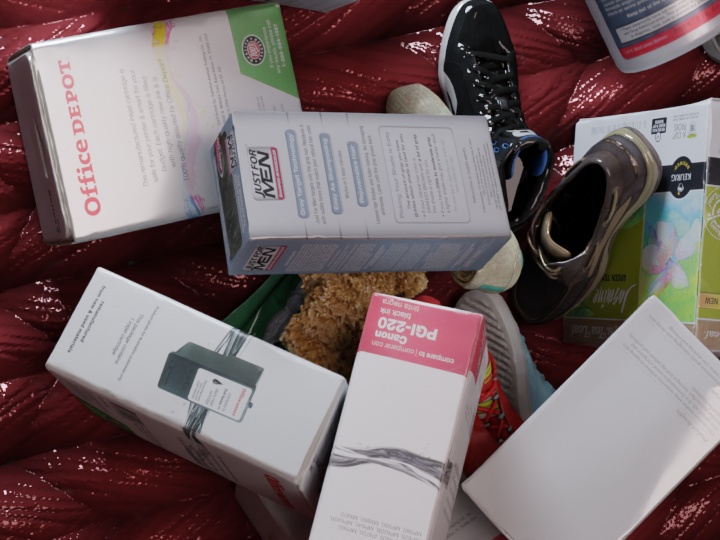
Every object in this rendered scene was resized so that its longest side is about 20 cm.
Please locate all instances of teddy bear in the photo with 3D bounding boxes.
[{"bbox_3d":[0.000,0.000,1.241,0.145,0.066,0.201,44,58,-35],"label":"teddy bear"}]

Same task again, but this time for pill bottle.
[{"bbox_3d":[0.227,-0.280,1.381,0.119,0.119,0.201,-33,103,-20],"label":"pill bottle"}]

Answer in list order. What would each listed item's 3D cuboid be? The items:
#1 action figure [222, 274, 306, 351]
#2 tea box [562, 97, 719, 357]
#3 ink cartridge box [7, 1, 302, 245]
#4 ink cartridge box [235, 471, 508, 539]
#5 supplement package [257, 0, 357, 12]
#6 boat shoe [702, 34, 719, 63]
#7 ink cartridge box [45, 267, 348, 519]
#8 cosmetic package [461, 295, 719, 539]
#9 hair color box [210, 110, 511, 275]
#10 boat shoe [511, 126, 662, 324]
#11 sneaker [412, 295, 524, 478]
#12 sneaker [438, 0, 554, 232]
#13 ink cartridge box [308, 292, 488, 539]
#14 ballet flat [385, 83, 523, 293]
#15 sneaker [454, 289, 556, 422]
[{"bbox_3d":[-0.020,0.004,1.312,0.118,0.055,0.201,37,72,-16],"label":"action figure"},{"bbox_3d":[0.276,-0.029,1.357,0.132,0.200,0.199,4,88,-23],"label":"tea box"},{"bbox_3d":[-0.150,-0.109,1.235,0.198,0.087,0.147,-14,95,-25],"label":"ink cartridge box"},{"bbox_3d":[0.016,0.202,1.264,0.144,0.084,0.201,-30,72,-21],"label":"ink cartridge box"},{"bbox_3d":[-0.091,-0.275,1.244,0.198,0.120,0.123,6,89,-23],"label":"supplement package"},{"bbox_3d":[0.314,-0.282,1.449,0.074,0.065,0.204,-20,97,-22],"label":"boat shoe"},{"bbox_3d":[-0.105,0.091,1.176,0.199,0.147,0.084,24,75,12],"label":"ink cartridge box"},{"bbox_3d":[0.180,0.129,1.200,0.200,0.081,0.113,-43,79,0],"label":"cosmetic package"},{"bbox_3d":[0.000,-0.055,1.174,0.198,0.061,0.100,-1,66,-23],"label":"hair color box"},{"bbox_3d":[0.165,-0.033,1.328,0.073,0.201,0.075,-18,55,-41],"label":"boat shoe"},{"bbox_3d":[0.087,0.105,1.294,0.077,0.085,0.200,-29,69,-31],"label":"sneaker"},{"bbox_3d":[0.118,-0.126,1.337,0.072,0.112,0.202,0,90,-25],"label":"sneaker"},{"bbox_3d":[0.028,0.134,1.145,0.084,0.146,0.202,11,76,9],"label":"ink cartridge box"},{"bbox_3d":[0.062,-0.069,1.293,0.062,0.068,0.201,-6,56,-43],"label":"ballet flat"},{"bbox_3d":[0.132,0.109,1.376,0.082,0.073,0.202,-16,92,-51],"label":"sneaker"}]
